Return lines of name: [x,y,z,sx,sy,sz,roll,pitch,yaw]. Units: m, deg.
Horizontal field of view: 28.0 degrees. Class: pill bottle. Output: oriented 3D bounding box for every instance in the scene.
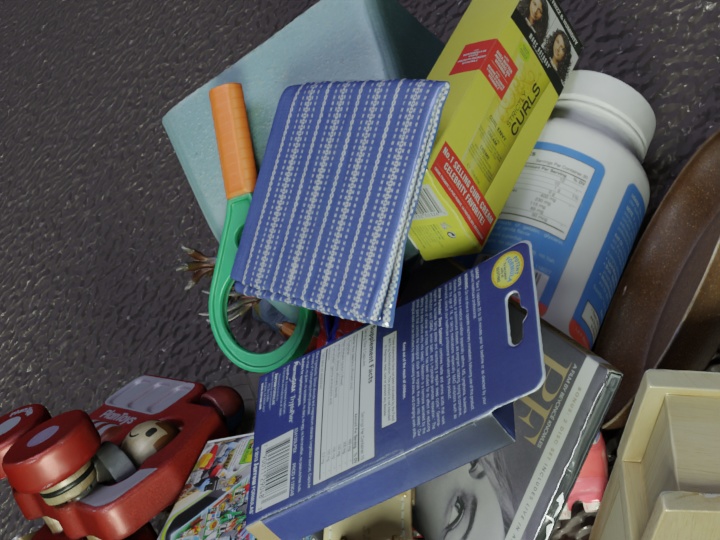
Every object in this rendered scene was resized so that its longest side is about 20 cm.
pill bottle: [0.130,-0.031,0.975,0.111,0.112,0.202,1,56,46]

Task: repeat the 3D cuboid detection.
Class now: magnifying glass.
magnifying glass: [-0.077,-0.030,0.997,0.079,0.022,0.203,-15,81,25]

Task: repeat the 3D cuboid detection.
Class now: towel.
towel: [-0.016,-0.046,0.892,0.199,0.024,0.147,11,86,60]

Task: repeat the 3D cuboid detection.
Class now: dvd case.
dvd case: [0.062,0.087,0.860,0.200,0.016,0.150,37,107,54]

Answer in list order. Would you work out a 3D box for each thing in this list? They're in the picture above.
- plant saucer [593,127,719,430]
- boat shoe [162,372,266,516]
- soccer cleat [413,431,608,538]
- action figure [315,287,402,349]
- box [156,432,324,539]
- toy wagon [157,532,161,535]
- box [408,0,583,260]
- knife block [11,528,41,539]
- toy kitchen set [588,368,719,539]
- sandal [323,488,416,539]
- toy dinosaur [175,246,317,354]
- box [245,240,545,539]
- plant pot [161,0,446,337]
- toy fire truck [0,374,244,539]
plant saucer: [0.193,0.010,0.865,0.200,0.036,0.203,-155,89,-89]
boat shoe: [-0.105,0.136,1.096,0.199,0.073,0.075,-23,38,39]
soccer cleat: [0.075,0.122,0.894,0.199,0.066,0.078,-23,66,51]
action figure: [0.000,0.000,0.950,0.064,0.052,0.203,8,100,17]
box: [-0.077,0.176,0.867,0.109,0.035,0.201,-14,31,29]
toy wagon: [-0.101,0.191,1.005,0.154,0.040,0.199,-34,11,-33]
box: [0.079,-0.104,0.933,0.050,0.076,0.201,-7,40,42]
knife block: [-0.214,0.282,1.094,0.064,0.177,0.200,-34,-8,15]
toy kitchen set: [0.233,0.104,0.773,0.197,0.182,0.165,3,51,-1]
sandal: [0.006,0.167,0.810,0.076,0.070,0.214,-8,60,5]
toy dinosaur: [-0.065,0.018,1.150,0.180,0.105,0.201,12,59,40]
box: [0.023,0.071,0.823,0.199,0.032,0.122,-29,35,24]
plant pot: [0.003,-0.050,1.068,0.195,0.195,0.202,-31,60,20]
toy fire truck: [-0.169,0.130,1.017,0.167,0.113,0.199,-37,18,-28]
